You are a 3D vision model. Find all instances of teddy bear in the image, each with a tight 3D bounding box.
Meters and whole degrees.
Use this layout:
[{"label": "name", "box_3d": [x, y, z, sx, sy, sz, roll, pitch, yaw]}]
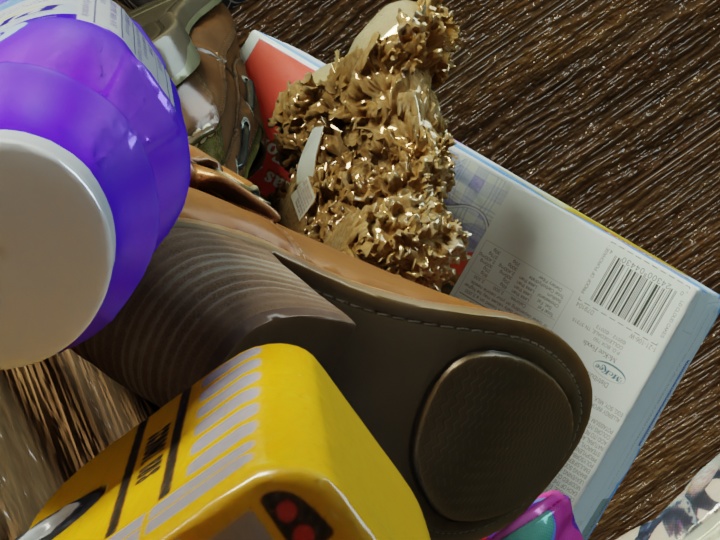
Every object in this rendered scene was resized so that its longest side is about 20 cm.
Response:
[{"label": "teddy bear", "box_3d": [0.000, 0.000, 0.963, 0.067, 0.145, 0.200, 21, 47, -21]}]

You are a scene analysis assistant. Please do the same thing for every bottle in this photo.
[{"label": "bottle", "box_3d": [-0.081, -0.021, 0.653, 0.065, 0.083, 0.200, 55, 3, -12]}]

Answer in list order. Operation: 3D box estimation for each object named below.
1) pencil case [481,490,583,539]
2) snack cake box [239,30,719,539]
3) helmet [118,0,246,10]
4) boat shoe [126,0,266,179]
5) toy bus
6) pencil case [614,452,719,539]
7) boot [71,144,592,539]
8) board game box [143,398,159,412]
[{"label": "pencil case", "box_3d": [0.071, 0.171, 0.900, 0.200, 0.088, 0.088, 63, 2, 5]}, {"label": "snack cake box", "box_3d": [0.021, 0.009, 1.060, 0.200, 0.115, 0.067, 31, 5, 15]}, {"label": "helmet", "box_3d": [-0.142, -0.295, 2.286, 0.200, 0.191, 0.200, 26, -41, 25]}, {"label": "boat shoe", "box_3d": [-0.071, -0.053, 0.985, 0.068, 0.072, 0.200, 61, 9, -12]}, {"label": "toy bus", "box_3d": [-0.026, 0.069, 0.543, 0.065, 0.078, 0.200, 55, 2, -6]}, {"label": "pencil case", "box_3d": [0.107, 0.089, 0.797, 0.078, 0.200, 0.089, 52, 5, 24]}, {"label": "boot", "box_3d": [-0.032, 0.010, 0.840, 0.200, 0.077, 0.155, 11, 20, -49]}, {"label": "board game box", "box_3d": [-0.124, -0.054, 0.949, 0.200, 0.028, 0.135, 55, 2, -44]}]
